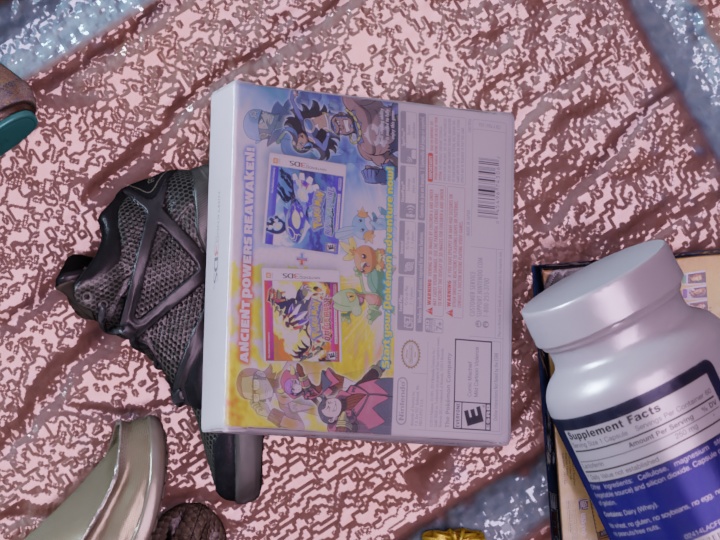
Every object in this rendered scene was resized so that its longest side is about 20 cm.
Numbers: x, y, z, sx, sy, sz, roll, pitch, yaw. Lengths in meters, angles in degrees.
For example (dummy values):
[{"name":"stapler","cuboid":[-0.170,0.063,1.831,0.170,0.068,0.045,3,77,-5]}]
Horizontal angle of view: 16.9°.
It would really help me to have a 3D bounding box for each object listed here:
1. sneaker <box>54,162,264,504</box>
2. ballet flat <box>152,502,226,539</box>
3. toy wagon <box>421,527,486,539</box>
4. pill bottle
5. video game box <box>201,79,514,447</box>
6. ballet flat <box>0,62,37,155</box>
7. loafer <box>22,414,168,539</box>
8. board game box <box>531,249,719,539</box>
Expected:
[{"name":"sneaker","cuboid":[-0.114,0.043,1.425,0.114,0.076,0.200,-11,92,-4]},{"name":"ballet flat","cuboid":[-0.126,0.235,1.448,0.067,0.046,0.201,20,91,-7]},{"name":"toy wagon","cuboid":[0.056,0.258,1.473,0.154,0.040,0.201,0,94,-7]},{"name":"pill bottle","cuboid":[0.177,0.092,1.403,0.115,0.116,0.201,-26,96,-4]},{"name":"video game box","cuboid":[0.000,0.000,1.406,0.182,0.047,0.201,6,80,-26]},{"name":"ballet flat","cuboid":[-0.281,-0.058,1.410,0.200,0.068,0.067,-36,77,-8]},{"name":"loafer","cuboid":[-0.173,0.172,1.424,0.068,0.076,0.201,24,91,-13]},{"name":"board game box","cuboid":[0.180,0.092,1.479,0.135,0.035,0.201,-4,94,-6]}]
